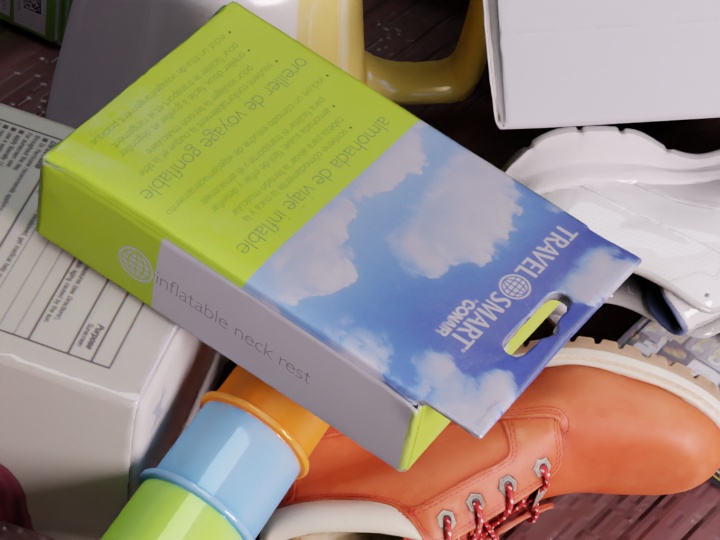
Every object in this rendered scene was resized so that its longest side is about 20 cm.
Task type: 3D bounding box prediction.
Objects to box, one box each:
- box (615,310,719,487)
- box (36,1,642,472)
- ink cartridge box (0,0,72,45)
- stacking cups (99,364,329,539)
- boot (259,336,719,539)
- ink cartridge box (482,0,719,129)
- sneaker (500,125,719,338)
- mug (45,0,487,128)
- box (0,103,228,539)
[{"bbox_3d":[0.228,0.054,1.086,0.200,0.049,0.161,34,55,23],"label":"box"},{"bbox_3d":[-0.009,-0.011,0.962,0.200,0.048,0.122,33,51,16],"label":"box"},{"bbox_3d":[-0.194,-0.214,1.238,0.199,0.076,0.148,24,49,11],"label":"ink cartridge box"},{"bbox_3d":[-0.049,0.079,0.962,0.060,0.061,0.200,30,67,17],"label":"stacking cups"},{"bbox_3d":[0.054,0.084,1.021,0.199,0.075,0.108,2,51,4],"label":"boot"},{"bbox_3d":[0.134,-0.110,1.101,0.145,0.083,0.200,-3,6,10],"label":"ink cartridge box"},{"bbox_3d":[0.158,-0.012,1.073,0.199,0.075,0.087,-4,63,-4],"label":"sneaker"},{"bbox_3d":[-0.049,-0.121,1.128,0.186,0.154,0.149,-30,58,-31],"label":"mug"},{"bbox_3d":[-0.159,0.012,1.021,0.199,0.109,0.128,19,48,8],"label":"box"}]
